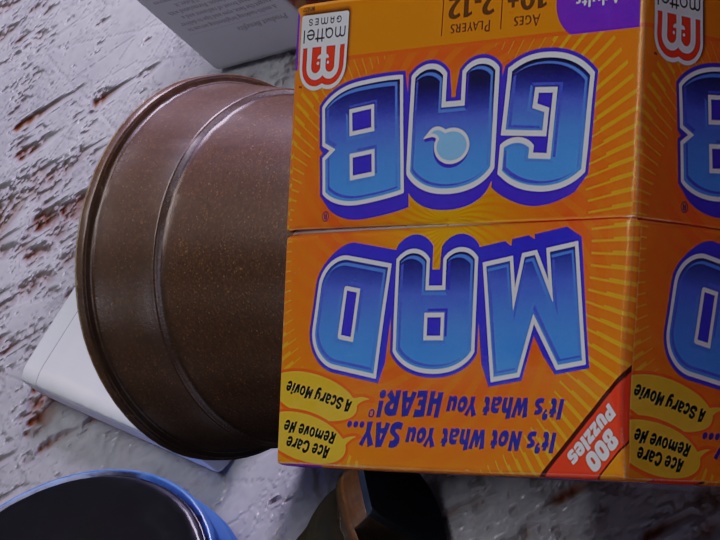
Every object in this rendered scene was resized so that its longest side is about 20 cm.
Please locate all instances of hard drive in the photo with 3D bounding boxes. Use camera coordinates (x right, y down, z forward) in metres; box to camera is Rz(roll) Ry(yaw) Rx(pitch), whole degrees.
[{"bbox_3d":[-0.106,0.033,1.561,0.200,0.027,0.132,17,72,52],"label":"hard drive"}]

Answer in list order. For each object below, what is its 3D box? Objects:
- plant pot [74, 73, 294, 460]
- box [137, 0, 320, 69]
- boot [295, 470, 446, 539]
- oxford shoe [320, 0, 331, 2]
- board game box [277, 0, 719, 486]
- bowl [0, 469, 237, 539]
[{"bbox_3d":[0.000,0.000,1.335,0.198,0.200,0.200,1,59,44],"label":"plant pot"},{"bbox_3d":[-0.093,-0.246,1.652,0.106,0.200,0.152,-10,51,44],"label":"box"},{"bbox_3d":[-0.007,0.181,1.288,0.097,0.075,0.200,-42,24,27],"label":"boot"},{"bbox_3d":[-0.016,-0.207,1.611,0.071,0.072,0.200,147,130,-61],"label":"oxford shoe"},{"bbox_3d":[0.107,-0.010,1.159,0.200,0.200,0.200,-1,84,47],"label":"board game box"},{"bbox_3d":[-0.153,0.185,1.411,0.200,0.039,0.201,-16,40,14],"label":"bowl"}]
